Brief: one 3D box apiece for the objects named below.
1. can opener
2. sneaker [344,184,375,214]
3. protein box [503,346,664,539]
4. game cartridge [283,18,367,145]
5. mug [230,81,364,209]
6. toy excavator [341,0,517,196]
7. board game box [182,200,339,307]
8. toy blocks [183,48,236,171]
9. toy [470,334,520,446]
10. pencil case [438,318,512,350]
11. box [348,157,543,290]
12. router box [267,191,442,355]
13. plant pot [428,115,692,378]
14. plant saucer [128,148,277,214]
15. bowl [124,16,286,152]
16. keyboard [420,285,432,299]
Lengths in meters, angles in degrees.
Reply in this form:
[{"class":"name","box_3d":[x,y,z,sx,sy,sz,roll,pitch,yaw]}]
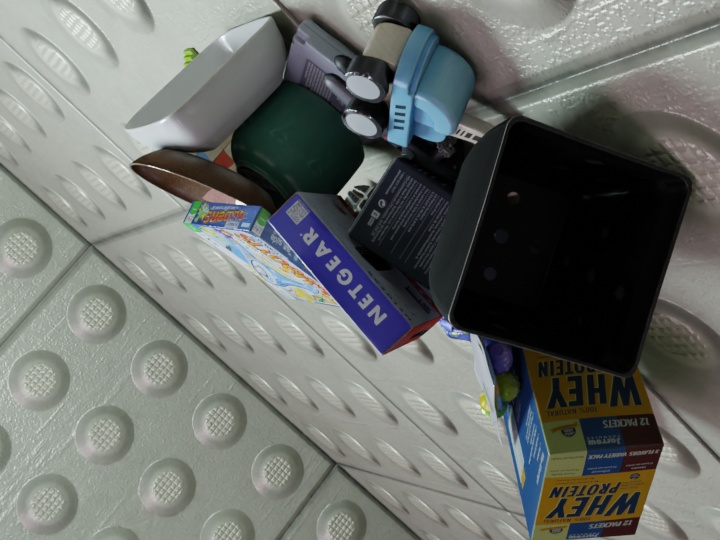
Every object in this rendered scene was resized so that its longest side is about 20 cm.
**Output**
[{"class":"can opener","box_3d":[0.039,-0.165,1.253,0.200,0.064,0.078,33,147,-27]},{"class":"sneaker","box_3d":[0.055,-0.039,1.565,0.200,0.077,0.085,39,167,2]},{"class":"protein box","box_3d":[0.264,0.194,1.381,0.134,0.201,0.199,-4,137,-3]},{"class":"game cartridge","box_3d":[-0.032,-0.215,1.366,0.133,0.042,0.200,34,162,0]},{"class":"mug","box_3d":[-0.090,-0.139,1.421,0.152,0.115,0.185,38,162,1]},{"class":"toy excavator","box_3d":[0.090,-0.163,1.177,0.199,0.100,0.195,22,155,10]},{"class":"board game box","box_3d":[-0.103,-0.018,1.370,0.135,0.035,0.200,7,157,47]},{"class":"toy blocks","box_3d":[-0.219,-0.196,1.608,0.200,0.137,0.100,49,159,-29]},{"class":"toy","box_3d":[0.168,0.128,1.378,0.200,0.047,0.116,79,175,-60]},{"class":"pencil case","box_3d":[0.181,0.074,1.472,0.200,0.087,0.078,27,179,-42]},{"class":"box","box_3d":[0.106,-0.036,1.308,0.200,0.107,0.148,33,-169,7]},{"class":"router box","box_3d":[0.000,0.000,1.303,0.200,0.049,0.179,49,-167,8]},{"class":"plant pot","box_3d":[0.174,-0.028,1.113,0.199,0.200,0.177,17,-178,-16]},{"class":"plant saucer","box_3d":[-0.183,-0.103,1.374,0.200,0.037,0.200,22,172,3]},{"class":"bowl","box_3d":[-0.180,-0.216,1.378,0.075,0.200,0.199,48,161,-22]},{"class":"keyboard","box_3d":[0.104,0.026,1.712,0.200,0.021,0.127,45,155,-16]}]
